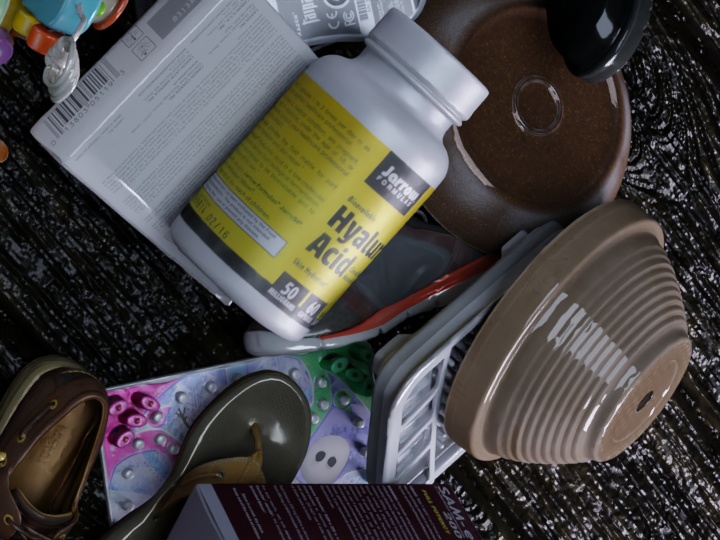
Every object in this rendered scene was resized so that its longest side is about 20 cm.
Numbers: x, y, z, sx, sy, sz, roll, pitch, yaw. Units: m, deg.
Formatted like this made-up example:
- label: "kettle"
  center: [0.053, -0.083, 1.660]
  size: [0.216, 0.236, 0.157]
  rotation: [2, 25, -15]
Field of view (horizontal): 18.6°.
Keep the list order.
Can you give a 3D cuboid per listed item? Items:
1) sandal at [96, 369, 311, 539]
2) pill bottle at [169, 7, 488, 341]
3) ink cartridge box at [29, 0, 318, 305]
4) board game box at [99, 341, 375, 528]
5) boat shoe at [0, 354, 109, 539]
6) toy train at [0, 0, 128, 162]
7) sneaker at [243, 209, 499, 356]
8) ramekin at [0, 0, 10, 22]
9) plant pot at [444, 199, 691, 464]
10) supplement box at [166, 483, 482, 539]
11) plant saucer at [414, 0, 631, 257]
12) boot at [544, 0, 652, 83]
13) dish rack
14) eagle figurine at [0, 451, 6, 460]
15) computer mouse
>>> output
- label: "sandal"
  center: [-0.100, 0.154, 1.422]
  size: [0.200, 0.054, 0.080]
  rotation: [-47, 113, -11]
- label: "pill bottle"
  center: [-0.016, -0.063, 1.366]
  size: [0.111, 0.111, 0.200]
  rotation: [39, 94, -24]
- label: "ink cartridge box"
  center: [-0.092, -0.087, 1.402]
  size: [0.161, 0.050, 0.200]
  rotation: [-46, 142, 0]
- label: "board game box"
  center: [-0.071, 0.160, 1.481]
  size: [0.199, 0.026, 0.201]
  rotation: [-11, 102, -22]
- label: "boat shoe"
  center: [-0.218, 0.152, 1.386]
  size: [0.072, 0.068, 0.200]
  rotation: [27, 86, -33]
- label: "toy train"
  center: [-0.197, -0.122, 1.312]
  size: [0.056, 0.200, 0.151]
  rotation: [16, 66, -34]
- label: "sneaker"
  center: [0.000, 0.000, 1.471]
  size: [0.200, 0.077, 0.082]
  rotation: [-22, 98, -31]
- label: "ramekin"
  center: [-0.270, -0.185, 1.251]
  size: [0.098, 0.200, 0.200]
  rotation: [20, 89, -33]
- label: "plant pot"
  center: [0.154, 0.059, 1.454]
  size: [0.201, 0.093, 0.201]
  rotation: [-43, 156, -24]
- label: "supplement box"
  center: [-0.031, 0.194, 1.414]
  size: [0.200, 0.061, 0.109]
  rotation: [3, 129, -35]
- label: "plant saucer"
  center: [0.112, -0.109, 1.492]
  size: [0.200, 0.037, 0.201]
  rotation: [5, 80, -29]
- label: "boot"
  center: [0.107, -0.234, 1.449]
  size: [0.158, 0.079, 0.212]
  rotation: [16, 59, -30]
- label: "dish rack"
  center: [0.071, 0.059, 1.469]
  size: [0.200, 0.044, 0.172]
  rotation: [-39, 154, -26]
- label: "eagle figurine"
  center: [-0.281, 0.097, 1.277]
  size: [0.200, 0.151, 0.152]
  rotation: [-50, 122, -53]
- label: "computer mouse"
  center: [-0.052, -0.171, 1.434]
  size: [0.200, 0.044, 0.110]
  rotation: [-13, 98, -16]
